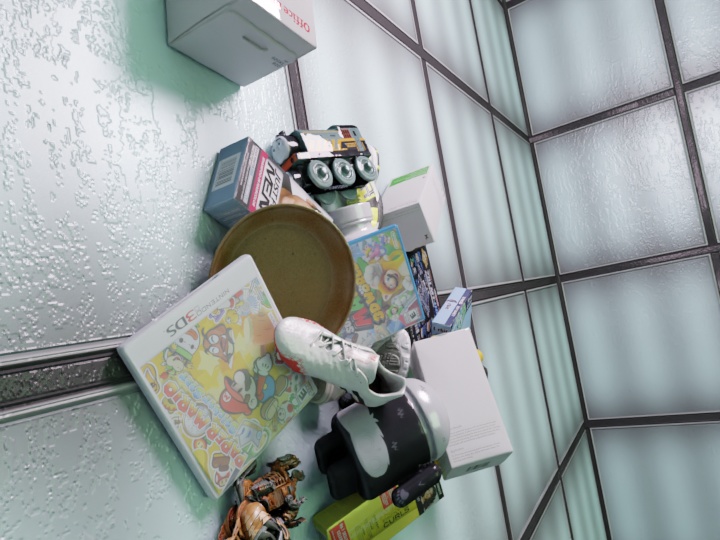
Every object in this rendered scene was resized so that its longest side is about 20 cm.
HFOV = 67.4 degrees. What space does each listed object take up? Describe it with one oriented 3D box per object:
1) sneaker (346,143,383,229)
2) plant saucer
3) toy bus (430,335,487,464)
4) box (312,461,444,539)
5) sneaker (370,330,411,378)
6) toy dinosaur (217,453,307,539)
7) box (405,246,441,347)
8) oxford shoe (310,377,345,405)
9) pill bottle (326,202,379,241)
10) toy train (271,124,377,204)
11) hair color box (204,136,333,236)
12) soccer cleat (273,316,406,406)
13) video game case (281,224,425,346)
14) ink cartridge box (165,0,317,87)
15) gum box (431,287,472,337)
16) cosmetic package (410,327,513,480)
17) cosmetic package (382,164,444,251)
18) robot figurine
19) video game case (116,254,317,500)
[{"bbox_3d":[-0.008,-0.141,0.977,0.075,0.074,0.207,15,60,-40],"label":"sneaker"},{"bbox_3d":[-0.100,0.017,0.695,0.193,0.035,0.209,-5,101,-23],"label":"plant saucer"},{"bbox_3d":[0.133,0.249,0.974,0.190,0.132,0.208,-23,121,-51],"label":"toy bus"},{"bbox_3d":[0.029,0.342,0.782,0.195,0.050,0.078,-22,99,-29],"label":"box"},{"bbox_3d":[0.046,0.195,0.918,0.099,0.075,0.208,7,96,-73],"label":"sneaker"},{"bbox_3d":[-0.117,0.305,0.619,0.199,0.101,0.138,-38,97,-38],"label":"toy dinosaur"},{"bbox_3d":[0.106,0.064,1.101,0.197,0.048,0.208,-28,106,-62],"label":"box"},{"bbox_3d":[-0.043,0.097,0.812,0.057,0.073,0.208,22,68,-47],"label":"oxford shoe"},{"bbox_3d":[0.000,0.000,0.883,0.110,0.108,0.208,-17,94,-59],"label":"pill bottle"},{"bbox_3d":[-0.056,-0.173,0.865,0.196,0.085,0.117,-17,77,-45],"label":"toy train"},{"bbox_3d":[-0.119,-0.077,0.756,0.200,0.059,0.102,43,45,-46],"label":"hair color box"},{"bbox_3d":[-0.022,0.113,0.674,0.199,0.084,0.070,40,51,-32],"label":"soccer cleat"},{"bbox_3d":[-0.014,0.037,0.764,0.194,0.018,0.148,-21,97,-16],"label":"video game case"},{"bbox_3d":[-0.161,-0.387,0.715,0.145,0.141,0.208,9,71,-57],"label":"ink cartridge box"},{"bbox_3d":[0.193,0.166,1.151,0.170,0.043,0.207,-41,135,-55],"label":"gum box"},{"bbox_3d":[0.154,0.210,0.865,0.086,0.103,0.206,92,-14,-59],"label":"cosmetic package"},{"bbox_3d":[0.100,-0.122,1.069,0.087,0.104,0.202,64,24,-22],"label":"cosmetic package"},{"bbox_3d":[0.033,0.238,0.761,0.195,0.125,0.155,-23,86,-18],"label":"robot figurine"},{"bbox_3d":[-0.150,0.117,0.621,0.181,0.022,0.205,-41,116,-38],"label":"video game case"}]
